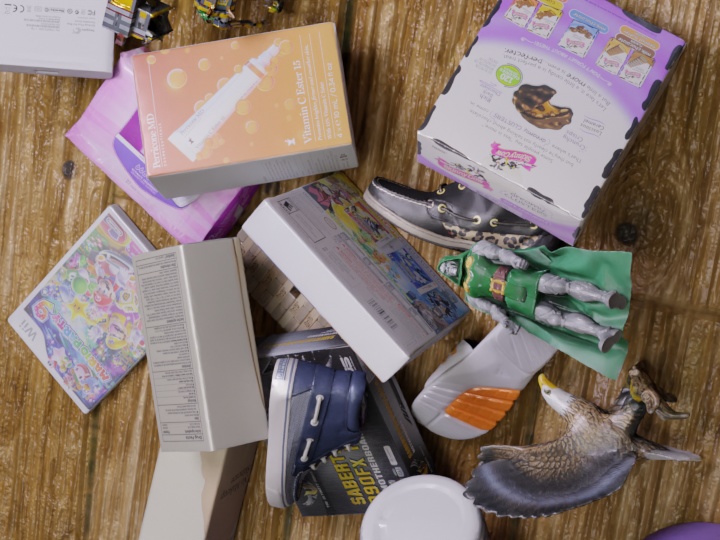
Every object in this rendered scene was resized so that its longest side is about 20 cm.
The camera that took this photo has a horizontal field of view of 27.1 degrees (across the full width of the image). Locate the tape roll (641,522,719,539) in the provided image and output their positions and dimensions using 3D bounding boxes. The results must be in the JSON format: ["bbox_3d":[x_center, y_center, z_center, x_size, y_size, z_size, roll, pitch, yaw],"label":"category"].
[{"bbox_3d":[0.328,0.351,1.437,0.199,0.085,0.201,5,103,20],"label":"tape roll"}]

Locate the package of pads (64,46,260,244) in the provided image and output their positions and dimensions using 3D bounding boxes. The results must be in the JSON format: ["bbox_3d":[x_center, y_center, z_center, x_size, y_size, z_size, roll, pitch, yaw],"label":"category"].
[{"bbox_3d":[-0.199,-0.126,1.555,0.200,0.076,0.121,42,113,9],"label":"package of pads"}]

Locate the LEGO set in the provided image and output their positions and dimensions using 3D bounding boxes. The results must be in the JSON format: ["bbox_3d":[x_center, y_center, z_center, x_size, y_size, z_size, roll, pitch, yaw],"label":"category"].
[{"bbox_3d":[-0.159,-0.265,1.454,0.153,0.200,0.116,21,116,3],"label":"LEGO set"}]

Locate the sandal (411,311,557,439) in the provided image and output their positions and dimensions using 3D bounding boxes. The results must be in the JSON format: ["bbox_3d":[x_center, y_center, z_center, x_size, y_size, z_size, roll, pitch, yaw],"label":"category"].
[{"bbox_3d":[0.133,0.091,1.475,0.079,0.059,0.207,35,124,-13],"label":"sandal"}]

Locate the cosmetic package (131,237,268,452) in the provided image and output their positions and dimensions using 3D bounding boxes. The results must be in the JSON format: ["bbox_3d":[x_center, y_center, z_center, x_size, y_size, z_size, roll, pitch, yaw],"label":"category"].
[{"bbox_3d":[-0.158,0.074,1.472,0.103,0.073,0.201,-8,91,53],"label":"cosmetic package"}]

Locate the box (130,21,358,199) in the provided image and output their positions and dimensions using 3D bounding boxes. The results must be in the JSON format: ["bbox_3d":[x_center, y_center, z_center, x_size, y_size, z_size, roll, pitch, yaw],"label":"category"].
[{"bbox_3d":[-0.110,-0.154,1.452,0.199,0.097,0.125,-10,80,2],"label":"box"}]

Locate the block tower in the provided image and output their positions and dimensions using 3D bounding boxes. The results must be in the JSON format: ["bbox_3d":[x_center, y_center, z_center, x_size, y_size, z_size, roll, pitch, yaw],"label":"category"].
[{"bbox_3d":[-0.060,0.029,1.543,0.200,0.058,0.054,45,113,9],"label":"block tower"}]

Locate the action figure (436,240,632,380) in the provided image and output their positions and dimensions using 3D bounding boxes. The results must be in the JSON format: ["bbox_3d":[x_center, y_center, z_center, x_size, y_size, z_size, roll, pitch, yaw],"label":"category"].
[{"bbox_3d":[0.152,0.019,1.369,0.199,0.055,0.119,18,108,39],"label":"action figure"}]

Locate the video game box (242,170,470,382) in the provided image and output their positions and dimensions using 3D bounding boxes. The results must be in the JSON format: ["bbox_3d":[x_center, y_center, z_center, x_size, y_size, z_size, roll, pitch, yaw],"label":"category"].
[{"bbox_3d":[0.000,0.000,1.443,0.200,0.182,0.047,48,117,7],"label":"video game box"}]

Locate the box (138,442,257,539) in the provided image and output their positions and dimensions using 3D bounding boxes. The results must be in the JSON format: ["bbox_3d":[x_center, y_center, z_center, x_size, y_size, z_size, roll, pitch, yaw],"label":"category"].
[{"bbox_3d":[-0.167,0.209,1.603,0.077,0.095,0.201,20,109,17],"label":"box"}]

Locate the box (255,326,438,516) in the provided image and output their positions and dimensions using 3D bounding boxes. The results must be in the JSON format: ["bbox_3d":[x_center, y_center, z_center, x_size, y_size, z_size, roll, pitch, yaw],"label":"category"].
[{"bbox_3d":[-0.026,0.154,1.513,0.158,0.048,0.201,-9,115,33],"label":"box"}]

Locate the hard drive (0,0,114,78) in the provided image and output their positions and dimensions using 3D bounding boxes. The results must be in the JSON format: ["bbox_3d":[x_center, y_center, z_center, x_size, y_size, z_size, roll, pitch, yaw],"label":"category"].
[{"bbox_3d":[-0.314,-0.299,1.522,0.131,0.026,0.201,3,78,-11],"label":"hard drive"}]

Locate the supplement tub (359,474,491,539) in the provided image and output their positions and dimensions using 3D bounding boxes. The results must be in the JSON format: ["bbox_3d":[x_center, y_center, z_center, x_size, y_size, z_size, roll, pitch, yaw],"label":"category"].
[{"bbox_3d":[0.077,0.303,1.467,0.122,0.123,0.200,5,140,21],"label":"supplement tub"}]

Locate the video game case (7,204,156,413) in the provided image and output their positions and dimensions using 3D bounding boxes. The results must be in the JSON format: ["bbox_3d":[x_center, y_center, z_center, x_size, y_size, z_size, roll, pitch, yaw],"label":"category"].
[{"bbox_3d":[-0.288,0.045,1.658,0.143,0.018,0.200,48,114,6],"label":"video game case"}]

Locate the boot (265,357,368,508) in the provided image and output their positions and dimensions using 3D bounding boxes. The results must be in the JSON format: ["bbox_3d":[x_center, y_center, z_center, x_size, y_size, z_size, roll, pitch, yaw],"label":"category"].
[{"bbox_3d":[-0.042,0.168,1.458,0.090,0.073,0.201,8,137,4],"label":"boot"}]

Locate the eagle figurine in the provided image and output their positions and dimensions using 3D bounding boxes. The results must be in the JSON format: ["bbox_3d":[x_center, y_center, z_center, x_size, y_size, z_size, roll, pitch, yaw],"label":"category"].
[{"bbox_3d":[0.205,0.167,1.421,0.200,0.152,0.151,-46,39,8],"label":"eagle figurine"}]

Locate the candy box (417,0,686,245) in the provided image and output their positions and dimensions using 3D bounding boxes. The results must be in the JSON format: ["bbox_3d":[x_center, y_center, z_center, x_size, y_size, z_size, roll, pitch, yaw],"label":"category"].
[{"bbox_3d":[0.169,-0.151,1.345,0.167,0.072,0.201,30,75,10],"label":"candy box"}]

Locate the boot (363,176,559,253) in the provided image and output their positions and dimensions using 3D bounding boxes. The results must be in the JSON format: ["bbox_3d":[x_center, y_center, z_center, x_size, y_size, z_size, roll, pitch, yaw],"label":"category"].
[{"bbox_3d":[0.114,-0.093,1.437,0.199,0.073,0.151,23,110,12],"label":"boot"}]
